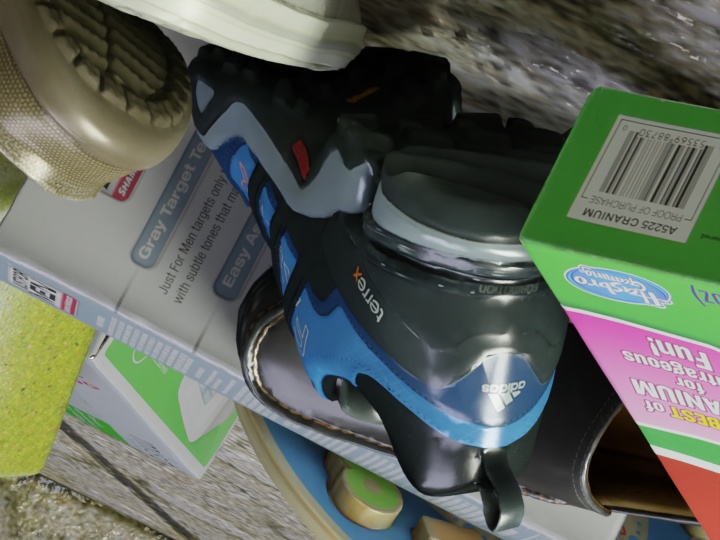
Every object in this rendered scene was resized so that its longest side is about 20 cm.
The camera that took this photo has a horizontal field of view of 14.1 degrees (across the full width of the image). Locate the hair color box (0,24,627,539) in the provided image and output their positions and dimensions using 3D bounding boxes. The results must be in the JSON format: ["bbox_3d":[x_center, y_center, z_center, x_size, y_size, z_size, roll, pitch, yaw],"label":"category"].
[{"bbox_3d":[0.000,0.000,0.863,0.200,0.099,0.061,28,171,-3],"label":"hair color box"}]

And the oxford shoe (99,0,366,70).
[{"bbox_3d":[-0.031,-0.083,0.677,0.075,0.058,0.200,20,-176,4],"label":"oxford shoe"}]

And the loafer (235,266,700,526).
[{"bbox_3d":[0.062,0.031,0.782,0.200,0.073,0.072,3,-152,7],"label":"loafer"}]

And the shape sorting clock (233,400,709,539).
[{"bbox_3d":[0.049,0.061,0.948,0.200,0.039,0.200,24,-153,-13],"label":"shape sorting clock"}]

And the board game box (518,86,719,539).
[{"bbox_3d":[0.138,0.045,0.627,0.153,0.040,0.200,14,154,34],"label":"board game box"}]

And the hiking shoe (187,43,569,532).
[{"bbox_3d":[-0.003,-0.007,0.735,0.074,0.087,0.200,2,-165,-15],"label":"hiking shoe"}]

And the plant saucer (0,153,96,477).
[{"bbox_3d":[-0.178,-0.028,0.971,0.200,0.048,0.200,33,136,7],"label":"plant saucer"}]

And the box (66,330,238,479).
[{"bbox_3d":[-0.130,-0.018,1.117,0.176,0.097,0.200,27,169,14],"label":"box"}]

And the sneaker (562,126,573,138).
[{"bbox_3d":[0.139,0.013,0.707,0.200,0.067,0.090,32,157,-5],"label":"sneaker"}]

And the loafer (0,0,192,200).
[{"bbox_3d":[-0.104,-0.064,0.737,0.076,0.067,0.200,37,-172,-35],"label":"loafer"}]
